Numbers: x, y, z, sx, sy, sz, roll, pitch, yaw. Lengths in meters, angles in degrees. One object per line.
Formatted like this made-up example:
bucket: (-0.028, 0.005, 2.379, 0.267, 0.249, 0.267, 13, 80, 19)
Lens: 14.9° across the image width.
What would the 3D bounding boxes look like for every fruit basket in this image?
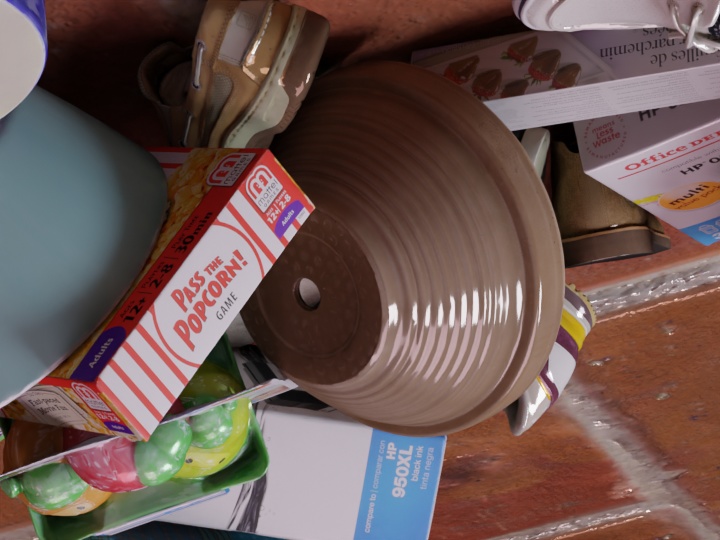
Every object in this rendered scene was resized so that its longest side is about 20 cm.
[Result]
fruit basket: (-0.122, 0.094, 1.428, 0.184, 0.094, 0.200, -19, -177, 1)

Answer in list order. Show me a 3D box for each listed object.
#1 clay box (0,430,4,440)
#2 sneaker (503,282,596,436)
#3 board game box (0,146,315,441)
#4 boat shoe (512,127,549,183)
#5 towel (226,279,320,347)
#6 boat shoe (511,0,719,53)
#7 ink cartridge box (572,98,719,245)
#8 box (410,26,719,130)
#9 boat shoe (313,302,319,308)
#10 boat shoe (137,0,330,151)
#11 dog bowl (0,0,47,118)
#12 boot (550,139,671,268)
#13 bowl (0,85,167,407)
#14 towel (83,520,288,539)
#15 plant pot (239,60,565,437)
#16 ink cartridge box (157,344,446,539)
clay box: (-0.225, 0.039, 1.564, 0.047, 0.116, 0.200, 2, 156, -36)
sneaker: (0.028, 0.011, 1.505, 0.199, 0.090, 0.075, 29, 160, 2)
board game box: (-0.136, 0.007, 1.384, 0.199, 0.152, 0.046, 3, 140, 49)
boat shoe: (0.067, -0.041, 1.567, 0.066, 0.075, 0.199, 17, 171, 6)
towel: (-0.108, 0.002, 1.637, 0.199, 0.035, 0.132, 8, 150, -40)
boat shoe: (0.172, -0.143, 1.347, 0.199, 0.070, 0.071, -15, 158, 11)
ink cartridge box: (0.189, -0.085, 1.502, 0.115, 0.068, 0.200, -22, 155, 26)
box: (0.123, -0.104, 1.417, 0.199, 0.039, 0.041, -8, 156, 24)
boat shoe: (0.024, 0.035, 1.662, 0.068, 0.075, 0.200, 17, 172, -17)
boat shoe: (-0.077, -0.090, 1.395, 0.076, 0.072, 0.200, 21, 152, -9)
dog bowl: (-0.239, -0.120, 1.211, 0.199, 0.079, 0.200, -9, 159, -4)
boot: (0.140, -0.041, 1.607, 0.073, 0.076, 0.200, -12, 177, 4)
bowl: (-0.206, -0.025, 1.352, 0.200, 0.201, 0.105, -22, 125, 28)
towel: (-0.120, 0.145, 1.704, 0.146, 0.022, 0.200, 8, -163, -18)
plant pot: (0.000, 0.000, 1.424, 0.200, 0.202, 0.093, -30, 178, 41)
ink cartridge box: (-0.056, 0.104, 1.698, 0.199, 0.085, 0.145, 9, -166, -7)
